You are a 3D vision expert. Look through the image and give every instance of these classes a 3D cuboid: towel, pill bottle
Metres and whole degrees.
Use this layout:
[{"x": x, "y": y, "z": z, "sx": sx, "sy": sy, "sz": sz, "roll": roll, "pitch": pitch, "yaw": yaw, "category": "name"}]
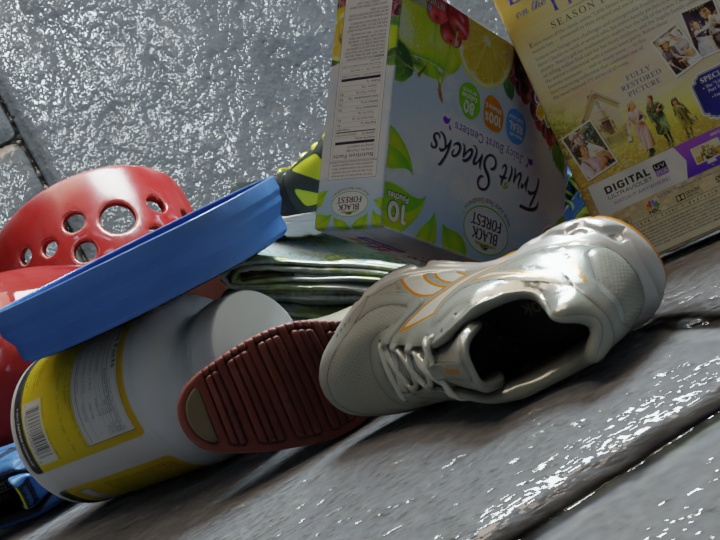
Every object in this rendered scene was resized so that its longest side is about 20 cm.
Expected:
[{"x": 0.000, "y": 0.000, "z": 0.966, "sx": 0.171, "sy": 0.048, "sz": 0.200, "roll": 5, "pitch": 10, "yaw": 7, "category": "towel"}, {"x": -0.132, "y": 0.081, "z": 0.882, "sx": 0.200, "sy": 0.112, "sz": 0.112, "roll": -23, "pitch": 6, "yaw": 38, "category": "pill bottle"}]

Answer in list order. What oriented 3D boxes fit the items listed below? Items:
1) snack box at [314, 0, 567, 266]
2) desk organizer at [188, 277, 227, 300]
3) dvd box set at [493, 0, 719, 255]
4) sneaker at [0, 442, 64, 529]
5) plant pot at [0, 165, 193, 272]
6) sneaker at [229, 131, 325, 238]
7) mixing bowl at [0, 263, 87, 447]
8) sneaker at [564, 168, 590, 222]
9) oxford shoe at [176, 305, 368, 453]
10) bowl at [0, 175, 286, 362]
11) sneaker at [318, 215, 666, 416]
[{"x": 0.057, "y": -0.072, "z": 0.803, "sx": 0.053, "sy": 0.142, "sz": 0.200, "roll": 0, "pitch": -10, "yaw": 37, "category": "snack box"}, {"x": -0.130, "y": 0.050, "z": 1.092, "sx": 0.077, "sy": 0.072, "sz": 0.200, "roll": -32, "pitch": -14, "yaw": -14, "category": "desk organizer"}, {"x": 0.176, "y": -0.117, "z": 0.782, "sx": 0.146, "sy": 0.200, "sz": 0.029, "roll": -26, "pitch": -4, "yaw": 21, "category": "dvd box set"}, {"x": -0.221, "y": 0.145, "z": 1.020, "sx": 0.200, "sy": 0.066, "sz": 0.078, "roll": -27, "pitch": 17, "yaw": -2, "category": "sneaker"}, {"x": -0.226, "y": 0.029, "z": 1.278, "sx": 0.200, "sy": 0.183, "sz": 0.200, "roll": -25, "pitch": -27, "yaw": -14, "category": "plant pot"}, {"x": -0.012, "y": -0.069, "z": 0.965, "sx": 0.200, "sy": 0.085, "sz": 0.074, "roll": -1, "pitch": 7, "yaw": 34, "category": "sneaker"}, {"x": -0.293, "y": 0.079, "z": 1.109, "sx": 0.200, "sy": 0.200, "sz": 0.108, "roll": -23, "pitch": -30, "yaw": 39, "category": "mixing bowl"}, {"x": 0.133, "y": -0.064, "z": 0.962, "sx": 0.200, "sy": 0.076, "sz": 0.105, "roll": -33, "pitch": -31, "yaw": -59, "category": "sneaker"}, {"x": -0.016, "y": 0.059, "z": 0.793, "sx": 0.200, "sy": 0.070, "sz": 0.075, "roll": -18, "pitch": -2, "yaw": -20, "category": "oxford shoe"}, {"x": -0.137, "y": 0.000, "z": 0.859, "sx": 0.201, "sy": 0.039, "sz": 0.201, "roll": -26, "pitch": 7, "yaw": 3, "category": "bowl"}, {"x": 0.047, "y": 0.035, "z": 0.660, "sx": 0.200, "sy": 0.076, "sz": 0.092, "roll": -25, "pitch": 10, "yaw": 35, "category": "sneaker"}]
